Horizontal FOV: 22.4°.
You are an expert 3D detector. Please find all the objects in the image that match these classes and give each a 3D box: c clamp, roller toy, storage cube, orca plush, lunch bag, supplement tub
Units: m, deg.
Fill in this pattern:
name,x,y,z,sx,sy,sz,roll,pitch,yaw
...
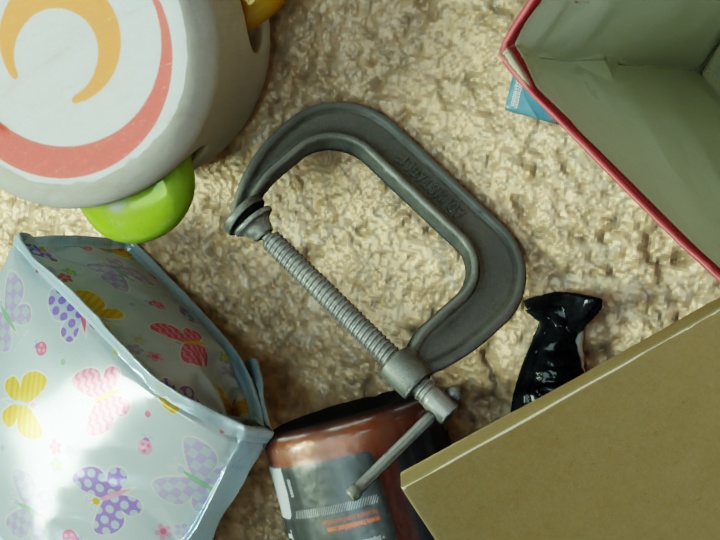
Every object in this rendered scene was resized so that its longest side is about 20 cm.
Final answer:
name,x,y,z,sx,sy,sz,roll,pitch,yaw
c clamp,0.000,0.000,1.011,0.171,0.027,0.200,-35,73,-18
roller toy,-0.149,-0.136,1.052,0.182,0.140,0.201,24,106,9
storage cube,0.208,-0.107,0.824,0.200,0.179,0.171,48,122,28
orca plush,0.119,0.114,1.002,0.105,0.071,0.201,7,101,24
lunch bag,-0.149,0.101,1.089,0.200,0.127,0.170,42,113,34
supplement tub,0.019,0.175,1.040,0.107,0.107,0.201,-14,91,26

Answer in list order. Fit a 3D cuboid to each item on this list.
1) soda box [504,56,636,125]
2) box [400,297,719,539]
name,x,y,z,sx,sy,sz,roll,pitch,yaw
soda box,0.136,-0.173,0.949,0.063,0.068,0.201,18,104,23
box,0.147,0.126,0.963,0.200,0.021,0.164,-30,105,11
